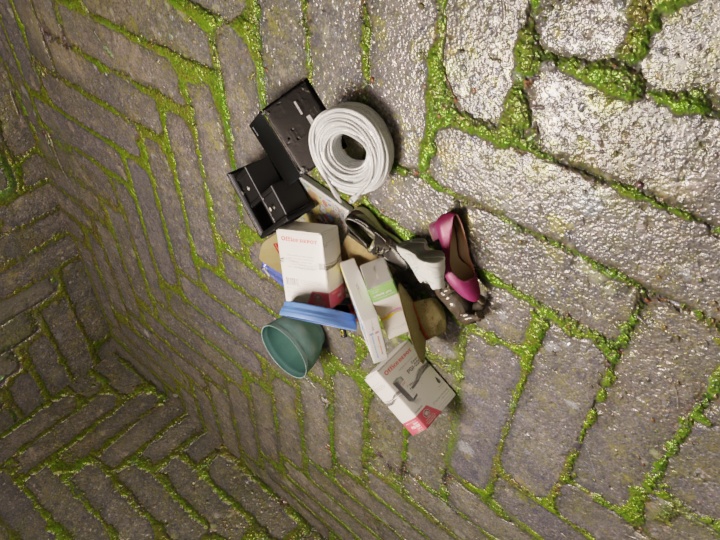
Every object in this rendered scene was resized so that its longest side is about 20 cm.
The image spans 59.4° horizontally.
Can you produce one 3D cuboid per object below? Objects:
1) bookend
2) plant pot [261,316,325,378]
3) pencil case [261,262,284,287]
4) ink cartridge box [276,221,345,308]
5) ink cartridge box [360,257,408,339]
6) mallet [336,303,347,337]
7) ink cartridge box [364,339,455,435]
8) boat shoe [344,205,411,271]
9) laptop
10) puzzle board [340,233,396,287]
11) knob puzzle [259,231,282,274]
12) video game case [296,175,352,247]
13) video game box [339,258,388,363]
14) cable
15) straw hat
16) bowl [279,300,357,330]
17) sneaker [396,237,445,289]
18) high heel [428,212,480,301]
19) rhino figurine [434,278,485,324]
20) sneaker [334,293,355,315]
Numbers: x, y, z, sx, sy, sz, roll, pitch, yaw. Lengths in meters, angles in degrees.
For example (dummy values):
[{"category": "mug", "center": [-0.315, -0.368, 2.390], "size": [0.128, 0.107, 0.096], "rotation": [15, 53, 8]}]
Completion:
[{"category": "bookend", "center": [-0.236, -0.208, 1.644], "size": [0.200, 0.092, 0.200], "rotation": [-20, 99, 59]}, {"category": "plant pot", "center": [-0.197, 0.219, 1.992], "size": [0.200, 0.134, 0.201], "rotation": [30, 140, 29]}, {"category": "pencil case", "center": [-0.207, 0.019, 1.860], "size": [0.200, 0.087, 0.078], "rotation": [38, 141, 18]}, {"category": "ink cartridge box", "center": [-0.124, -0.017, 1.607], "size": [0.146, 0.083, 0.202], "rotation": [8, 115, 31]}, {"category": "ink cartridge box", "center": [0.070, 0.082, 1.545], "size": [0.117, 0.067, 0.201], "rotation": [-107, -6, -58]}, {"category": "mallet", "center": [-0.067, 0.083, 1.689], "size": [0.065, 0.041, 0.202], "rotation": [11, 114, 34]}, {"category": "ink cartridge box", "center": [0.132, 0.308, 1.675], "size": [0.200, 0.146, 0.085], "rotation": [47, 145, 4]}, {"category": "boat shoe", "center": [0.040, -0.066, 1.504], "size": [0.201, 0.066, 0.072], "rotation": [47, 146, 7]}, {"category": "laptop", "center": [-0.152, -0.319, 1.491], "size": [0.199, 0.103, 0.178], "rotation": [-31, 100, 15]}, {"category": "puzzle board", "center": [0.000, 0.000, 1.641], "size": [0.150, 0.017, 0.200], "rotation": [37, 146, 3]}, {"category": "knob puzzle", "center": [-0.188, -0.045, 1.748], "size": [0.218, 0.031, 0.220], "rotation": [10, 143, 7]}, {"category": "video game case", "center": [-0.107, -0.144, 1.643], "size": [0.199, 0.023, 0.183], "rotation": [36, 144, 22]}, {"category": "video game box", "center": [0.009, 0.100, 1.575], "size": [0.183, 0.046, 0.201], "rotation": [72, 177, -49]}, {"category": "cable", "center": [-0.017, -0.262, 1.362], "size": [0.199, 0.069, 0.201], "rotation": [-25, 105, 42]}, {"category": "straw hat", "center": [0.160, 0.114, 1.505], "size": [0.084, 0.201, 0.202], "rotation": [-18, 114, 10]}, {"category": "bowl", "center": [-0.103, 0.114, 1.596], "size": [0.199, 0.040, 0.201], "rotation": [12, 173, 1]}, {"category": "sneaker", "center": [0.131, -0.016, 1.378], "size": [0.200, 0.070, 0.081], "rotation": [-126, 22, -66]}, {"category": "high heel", "center": [0.213, -0.026, 1.331], "size": [0.201, 0.067, 0.096], "rotation": [58, 157, -4]}, {"category": "rhino figurine", "center": [0.201, 0.042, 1.422], "size": [0.200, 0.060, 0.088], "rotation": [48, 155, 11]}, {"category": "sneaker", "center": [-0.066, 0.108, 1.777], "size": [0.199, 0.084, 0.075], "rotation": [1, 122, 50]}]
